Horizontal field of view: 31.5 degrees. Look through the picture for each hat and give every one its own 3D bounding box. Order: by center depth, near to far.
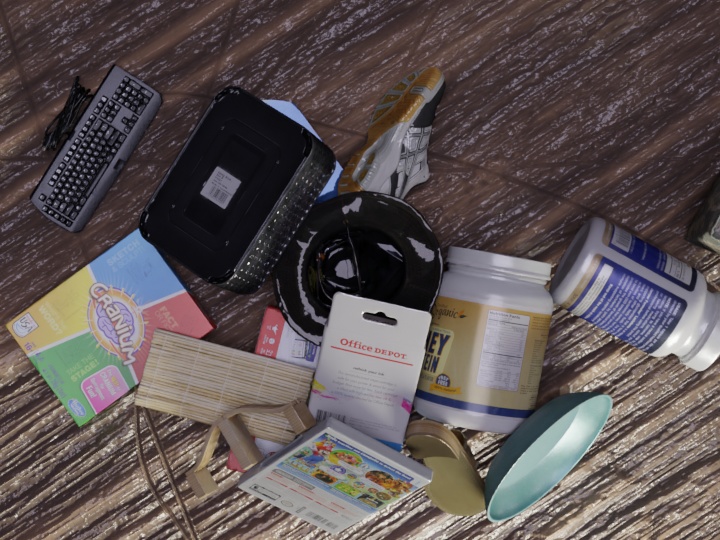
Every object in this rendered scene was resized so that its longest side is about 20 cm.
[{"bbox_3d":[0.000,0.000,1.496,0.200,0.081,0.201,1,94,8],"label":"hat"}]

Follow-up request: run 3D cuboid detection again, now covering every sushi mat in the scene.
[{"bbox_3d":[-0.158,0.138,1.500,0.200,0.012,0.096,15,90,3],"label":"sushi mat"}]

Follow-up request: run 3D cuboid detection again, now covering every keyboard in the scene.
[{"bbox_3d":[-0.329,-0.151,1.525,0.104,0.040,0.200,32,90,-2],"label":"keyboard"}]

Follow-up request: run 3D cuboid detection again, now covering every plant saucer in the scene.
[{"bbox_3d":[0.210,0.208,1.482,0.200,0.200,0.036,-45,64,0],"label":"plant saucer"}]

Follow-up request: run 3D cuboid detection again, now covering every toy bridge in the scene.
[{"bbox_3d":[-0.139,0.195,1.470,0.200,0.027,0.067,-36,82,32],"label":"toy bridge"}]

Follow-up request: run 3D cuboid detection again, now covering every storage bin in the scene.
[{"bbox_3d":[-0.137,-0.088,1.438,0.135,0.094,0.200,33,90,18],"label":"storage bin"}]

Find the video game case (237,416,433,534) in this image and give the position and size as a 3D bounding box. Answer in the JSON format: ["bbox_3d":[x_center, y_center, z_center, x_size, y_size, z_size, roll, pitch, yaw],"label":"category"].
[{"bbox_3d":[-0.032,0.238,1.462,0.143,0.200,0.018,30,49,-20],"label":"video game case"}]

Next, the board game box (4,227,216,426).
[{"bbox_3d":[-0.297,0.066,1.529,0.200,0.040,0.153,-36,92,0],"label":"board game box"}]

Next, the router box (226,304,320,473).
[{"bbox_3d":[-0.050,0.158,1.532,0.179,0.049,0.200,14,91,-1],"label":"router box"}]

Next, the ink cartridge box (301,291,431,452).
[{"bbox_3d":[0.008,0.116,1.442,0.115,0.068,0.200,13,110,1],"label":"ink cartridge box"}]

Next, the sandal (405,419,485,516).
[{"bbox_3d":[0.106,0.212,1.492,0.077,0.212,0.070,-1,55,20],"label":"sandal"}]

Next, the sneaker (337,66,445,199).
[{"bbox_3d":[0.052,-0.146,1.526,0.088,0.076,0.200,36,81,-31],"label":"sneaker"}]

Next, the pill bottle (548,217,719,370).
[{"bbox_3d":[0.334,0.031,1.504,0.200,0.116,0.116,29,91,-1],"label":"pill bottle"}]

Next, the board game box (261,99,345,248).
[{"bbox_3d":[-0.107,-0.105,1.532,0.158,0.039,0.200,-38,99,-2],"label":"board game box"}]

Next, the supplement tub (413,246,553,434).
[{"bbox_3d":[0.145,0.079,1.487,0.144,0.144,0.200,10,91,-1],"label":"supplement tub"}]

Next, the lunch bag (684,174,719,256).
[{"bbox_3d":[0.479,-0.100,1.480,0.117,0.164,0.200,28,91,4],"label":"lunch bag"}]
